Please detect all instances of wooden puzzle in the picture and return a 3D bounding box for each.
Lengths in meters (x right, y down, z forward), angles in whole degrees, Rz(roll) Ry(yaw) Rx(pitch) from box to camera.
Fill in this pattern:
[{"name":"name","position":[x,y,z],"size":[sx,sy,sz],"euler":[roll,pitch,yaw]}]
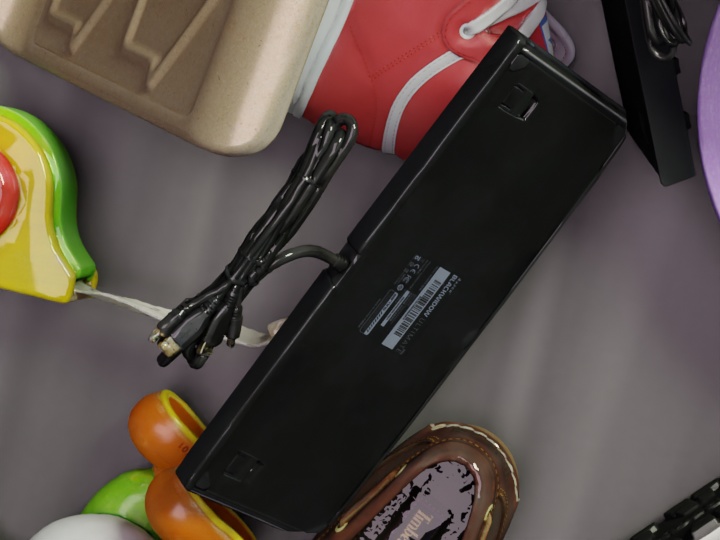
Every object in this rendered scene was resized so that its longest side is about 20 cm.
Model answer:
[{"name":"wooden puzzle","position":[-0.053,-0.147,0.851],"size":[0.200,0.046,0.187],"euler":[27,98,51]}]

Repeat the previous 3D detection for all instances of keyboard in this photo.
[{"name":"keyboard","position":[0.000,0.000,0.806],"size":[0.201,0.127,0.021],"euler":[-53,44,8]},{"name":"keyboard","position":[0.093,-0.128,0.804],"size":[0.020,0.127,0.201],"euler":[-14,108,1]}]

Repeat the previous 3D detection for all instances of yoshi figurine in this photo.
[{"name":"yoshi figurine","position":[-0.141,0.129,0.886],"size":[0.200,0.112,0.112],"euler":[-40,70,10]}]

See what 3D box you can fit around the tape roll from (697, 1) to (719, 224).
[{"name":"tape roll","position":[0.224,-0.058,0.842],"size":[0.198,0.066,0.202],"euler":[0,91,9]}]

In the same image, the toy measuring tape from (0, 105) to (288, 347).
[{"name":"toy measuring tape","position":[-0.111,-0.022,0.891],"size":[0.198,0.074,0.074],"euler":[14,94,8]}]

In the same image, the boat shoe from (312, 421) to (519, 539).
[{"name":"boat shoe","position":[-0.011,0.144,0.880],"size":[0.070,0.070,0.201],"euler":[33,97,5]}]

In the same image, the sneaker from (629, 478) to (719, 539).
[{"name":"sneaker","position":[0.103,0.158,0.863],"size":[0.199,0.076,0.088],"euler":[-33,93,8]}]

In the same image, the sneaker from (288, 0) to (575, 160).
[{"name":"sneaker","position":[0.049,-0.121,0.838],"size":[0.112,0.071,0.201],"euler":[28,123,-2]}]
